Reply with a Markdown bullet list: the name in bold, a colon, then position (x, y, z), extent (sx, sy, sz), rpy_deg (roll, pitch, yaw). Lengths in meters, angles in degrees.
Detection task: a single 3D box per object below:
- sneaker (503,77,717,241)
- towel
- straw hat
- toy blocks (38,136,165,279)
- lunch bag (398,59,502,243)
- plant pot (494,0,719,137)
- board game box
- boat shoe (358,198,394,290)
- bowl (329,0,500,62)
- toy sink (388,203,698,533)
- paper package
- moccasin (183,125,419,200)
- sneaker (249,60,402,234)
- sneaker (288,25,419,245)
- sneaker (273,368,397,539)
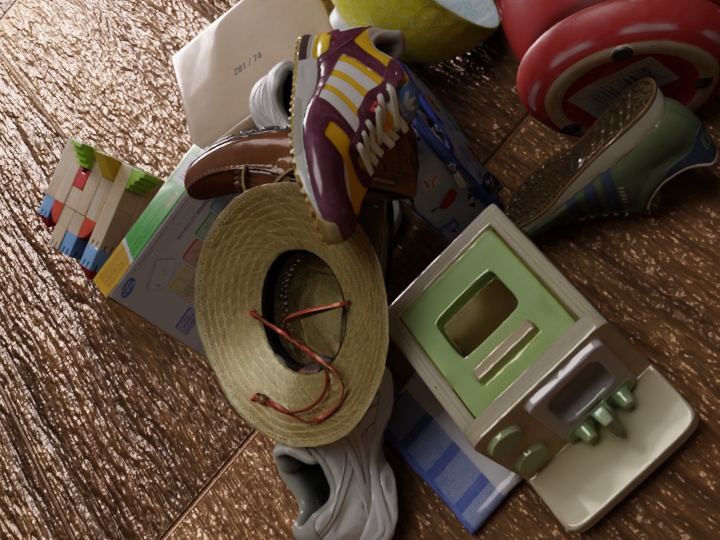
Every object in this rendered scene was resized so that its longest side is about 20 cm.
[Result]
- **sneaker**: position (0.204, -0.067, 0.842), extent (0.200, 0.089, 0.068), rpy_deg (-45, 22, 48)
- **towel**: position (0.114, 0.095, 0.848), extent (0.201, 0.024, 0.147), rpy_deg (-50, 49, 4)
- **straw hat**: position (-0.035, 0.031, 0.817), extent (0.199, 0.085, 0.204), rpy_deg (4, 97, 34)
- **toy blocks**: position (-0.317, -0.070, 1.224), extent (0.199, 0.099, 0.138), rpy_deg (26, 92, 42)
- **lunch bag**: position (0.046, -0.122, 0.929), extent (0.075, 0.160, 0.201), rpy_deg (-38, 48, 12)
- **plant pot**: position (0.211, -0.220, 0.848), extent (0.198, 0.200, 0.185), rpy_deg (-16, 65, 28)
- **board game box**: position (-0.121, 0.005, 0.950), extent (0.154, 0.200, 0.040), rpy_deg (-53, 38, -3)
- **boat shoe**: position (0.000, 0.000, 0.931), extent (0.072, 0.065, 0.203), rpy_deg (17, 108, 20)
- **bowl**: position (0.031, -0.269, 1.022), extent (0.108, 0.199, 0.201), rpy_deg (-48, 44, 28)
- **toy sink**: position (0.127, 0.071, 0.762), extent (0.130, 0.112, 0.201), rpy_deg (-44, 51, 9)
- **paper package**: position (-0.095, -0.209, 1.123), extent (0.199, 0.103, 0.192), rpy_deg (-35, 49, 16)
- **moccasin**: position (-0.049, -0.073, 0.833), extent (0.198, 0.074, 0.079), rpy_deg (-2, 80, 12)
- **sneaker**: position (-0.031, -0.111, 0.970), extent (0.078, 0.200, 0.099), rpy_deg (-42, 1, -14)
- **sneaker**: position (-0.001, -0.108, 0.741), extent (0.089, 0.075, 0.202), rpy_deg (-9, 52, 8)
- **sneaker**: position (-0.027, 0.130, 0.846), extent (0.078, 0.099, 0.202), rpy_deg (-32, 57, 41)
